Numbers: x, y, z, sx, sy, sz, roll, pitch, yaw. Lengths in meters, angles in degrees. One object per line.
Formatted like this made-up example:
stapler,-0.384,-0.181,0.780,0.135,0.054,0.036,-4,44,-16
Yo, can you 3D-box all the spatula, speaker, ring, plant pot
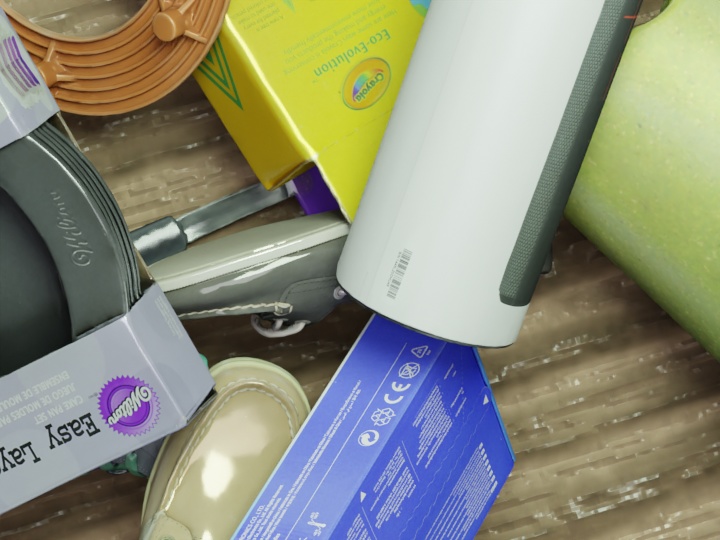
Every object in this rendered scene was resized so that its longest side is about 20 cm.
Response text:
spatula,-0.066,-0.023,1.045,0.200,0.021,0.057,-25,96,0
speaker,0.058,-0.076,0.922,0.081,0.081,0.200,19,104,-2
ring,-0.135,-0.159,0.979,0.200,0.019,0.201,16,119,30
plant pot,0.184,-0.034,0.986,0.184,0.200,0.201,36,88,9

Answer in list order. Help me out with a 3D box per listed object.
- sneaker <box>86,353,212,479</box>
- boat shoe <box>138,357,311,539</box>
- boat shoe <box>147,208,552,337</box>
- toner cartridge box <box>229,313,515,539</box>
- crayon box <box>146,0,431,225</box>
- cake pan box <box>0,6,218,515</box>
sneaker,-0.094,0.073,1.013,0.200,0.074,0.088,37,81,-4
boat shoe,-0.064,0.135,0.954,0.072,0.065,0.200,18,91,-6
boat shoe,0.000,0.000,1.008,0.200,0.067,0.057,-18,102,-23
toner cartridge box,-0.005,0.116,0.952,0.043,0.095,0.200,9,47,30
crayon box,-0.021,-0.125,1.009,0.127,0.051,0.200,-32,90,-29
cake pan box,-0.180,0.014,0.945,0.200,0.052,0.184,-24,102,19
